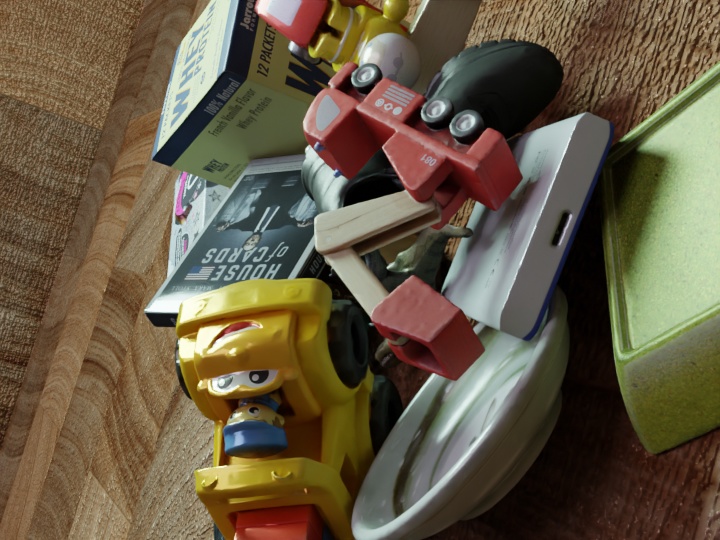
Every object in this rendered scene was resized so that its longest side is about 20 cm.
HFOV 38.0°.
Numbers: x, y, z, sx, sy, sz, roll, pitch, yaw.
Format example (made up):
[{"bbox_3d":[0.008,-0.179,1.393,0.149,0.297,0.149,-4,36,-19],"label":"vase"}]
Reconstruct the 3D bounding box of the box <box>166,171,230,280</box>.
[{"bbox_3d":[-0.134,-0.045,1.152,0.115,0.132,0.200,-52,31,40],"label":"box"}]

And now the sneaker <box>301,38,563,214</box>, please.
[{"bbox_3d":[0.055,-0.082,0.722,0.200,0.076,0.091,-32,36,12],"label":"sneaker"}]

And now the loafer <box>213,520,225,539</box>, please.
[{"bbox_3d":[-0.076,0.263,0.850,0.072,0.073,0.201,-11,84,46],"label":"loafer"}]

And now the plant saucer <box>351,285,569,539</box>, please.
[{"bbox_3d":[0.074,0.098,0.652,0.200,0.050,0.200,-52,5,7],"label":"plant saucer"}]

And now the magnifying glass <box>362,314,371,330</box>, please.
[{"bbox_3d":[0.005,-0.008,0.961,0.201,0.022,0.080,-66,26,8],"label":"magnifying glass"}]

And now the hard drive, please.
[{"bbox_3d":[0.101,-0.029,0.684,0.200,0.025,0.132,-154,85,-84],"label":"hard drive"}]

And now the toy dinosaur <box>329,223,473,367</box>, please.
[{"bbox_3d":[0.022,0.002,0.766,0.200,0.088,0.048,106,-171,-58],"label":"toy dinosaur"}]

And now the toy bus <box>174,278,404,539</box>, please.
[{"bbox_3d":[-0.057,0.133,0.720,0.135,0.200,0.192,-8,41,17],"label":"toy bus"}]

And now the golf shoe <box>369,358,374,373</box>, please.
[{"bbox_3d":[-0.064,0.147,0.908,0.200,0.072,0.092,-54,7,36],"label":"golf shoe"}]

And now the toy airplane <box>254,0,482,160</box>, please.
[{"bbox_3d":[0.035,-0.152,0.795,0.141,0.198,0.201,-75,-31,-73],"label":"toy airplane"}]

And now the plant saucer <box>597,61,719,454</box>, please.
[{"bbox_3d":[0.191,-0.031,0.544,0.200,0.048,0.201,-42,37,48],"label":"plant saucer"}]

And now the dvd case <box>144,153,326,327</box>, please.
[{"bbox_3d":[-0.081,-0.029,0.903,0.150,0.025,0.200,-1,44,36],"label":"dvd case"}]

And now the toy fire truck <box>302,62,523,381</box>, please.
[{"bbox_3d":[0.020,-0.038,0.635,0.200,0.049,0.141,33,77,38],"label":"toy fire truck"}]

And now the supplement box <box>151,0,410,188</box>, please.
[{"bbox_3d":[-0.068,-0.168,1.017,0.200,0.199,0.135,-33,45,55],"label":"supplement box"}]

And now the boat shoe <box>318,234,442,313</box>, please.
[{"bbox_3d":[0.000,0.000,0.899,0.200,0.070,0.071,22,127,51],"label":"boat shoe"}]
